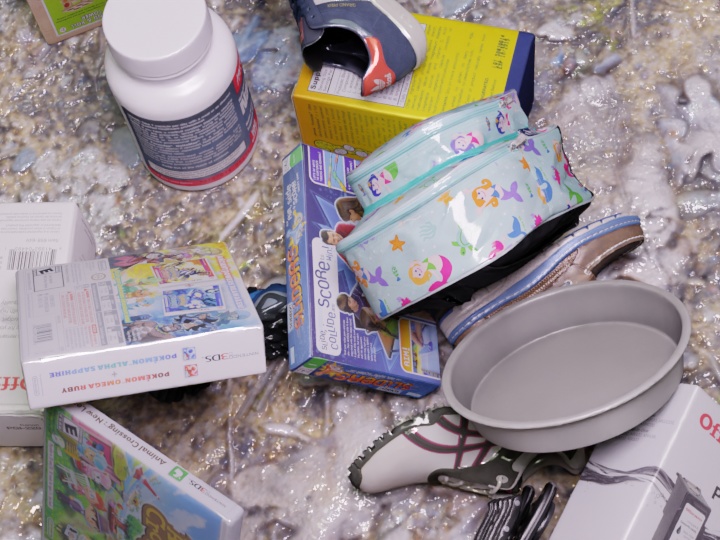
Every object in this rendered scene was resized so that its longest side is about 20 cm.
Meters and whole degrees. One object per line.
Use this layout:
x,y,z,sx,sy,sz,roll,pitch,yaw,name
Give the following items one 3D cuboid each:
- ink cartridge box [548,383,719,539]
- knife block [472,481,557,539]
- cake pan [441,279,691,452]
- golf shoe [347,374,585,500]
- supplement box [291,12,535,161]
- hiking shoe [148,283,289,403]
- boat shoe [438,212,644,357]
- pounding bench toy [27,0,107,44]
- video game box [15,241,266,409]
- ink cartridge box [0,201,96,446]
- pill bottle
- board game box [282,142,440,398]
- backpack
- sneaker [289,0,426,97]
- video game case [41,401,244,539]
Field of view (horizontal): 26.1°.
0.234,0.205,1.185,0.145,0.083,0.201,40,69,-24,ink cartridge box
0.129,0.272,1.207,0.174,0.064,0.202,-9,81,-18,knife block
0.162,0.075,1.205,0.198,0.037,0.201,-17,25,8,cake pan
0.088,0.150,1.271,0.198,0.077,0.089,-20,70,-4,golf shoe
0.050,-0.156,1.400,0.198,0.110,0.110,12,65,11,supplement box
-0.107,0.036,1.347,0.198,0.075,0.087,-21,52,-12,hiking shoe
0.167,0.024,1.331,0.199,0.072,0.073,-31,77,-6,boat shoe
-0.250,-0.349,1.516,0.198,0.125,0.157,-21,64,-4,pounding bench toy
-0.179,0.038,1.231,0.180,0.047,0.200,-10,22,-10,video game box
-0.317,0.048,1.358,0.144,0.085,0.202,0,63,6,ink cartridge box
-0.162,-0.169,1.378,0.118,0.200,0.121,-2,65,5,pill bottle
0.000,0.000,1.330,0.134,0.034,0.202,15,58,-31,board game box
0.074,-0.048,1.254,0.151,0.177,0.200,58,37,-5,backpack
-0.038,-0.226,1.340,0.200,0.075,0.084,40,69,22,sneaker
-0.176,0.205,1.210,0.181,0.201,0.022,31,45,19,video game case
